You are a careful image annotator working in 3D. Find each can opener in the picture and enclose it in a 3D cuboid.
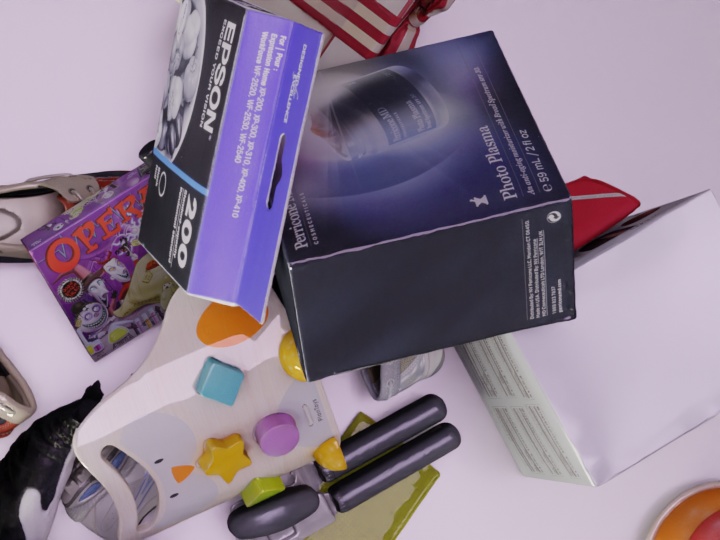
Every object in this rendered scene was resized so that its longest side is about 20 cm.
[{"bbox_3d":[-0.011,0.164,1.423,0.199,0.066,0.053,-29,101,-14],"label":"can opener"}]

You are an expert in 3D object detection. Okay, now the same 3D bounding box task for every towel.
[{"bbox_3d":[-0.026,0.217,1.452,0.086,0.018,0.201,38,81,-5],"label":"towel"}]

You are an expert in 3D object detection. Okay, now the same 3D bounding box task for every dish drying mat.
[{"bbox_3d":[0.119,-0.018,1.413,0.199,0.077,0.018,-29,125,-22],"label":"dish drying mat"}]

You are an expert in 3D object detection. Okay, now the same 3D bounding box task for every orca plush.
[{"bbox_3d":[-0.258,0.165,1.352,0.071,0.200,0.106,15,43,-30],"label":"orca plush"}]

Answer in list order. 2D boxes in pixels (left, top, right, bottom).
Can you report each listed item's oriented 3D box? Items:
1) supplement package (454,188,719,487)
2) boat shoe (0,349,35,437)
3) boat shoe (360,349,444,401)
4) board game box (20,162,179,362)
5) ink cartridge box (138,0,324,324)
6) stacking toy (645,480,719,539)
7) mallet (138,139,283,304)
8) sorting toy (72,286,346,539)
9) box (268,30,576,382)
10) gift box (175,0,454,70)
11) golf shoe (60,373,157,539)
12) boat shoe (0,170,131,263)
[{"bbox_3d":[0.195,0.054,1.406,0.190,0.200,0.148,-30,91,-10],"label":"supplement package"},{"bbox_3d":[-0.319,0.039,1.378,0.062,0.071,0.201,-29,95,30],"label":"boat shoe"},{"bbox_3d":[-0.001,0.001,1.433,0.065,0.074,0.203,-28,102,-35],"label":"boat shoe"},{"bbox_3d":[-0.149,-0.028,1.414,0.199,0.032,0.121,-33,123,-10],"label":"board game box"},{"bbox_3d":[-0.095,-0.086,1.257,0.043,0.200,0.200,7,102,-25],"label":"ink cartridge box"},{"bbox_3d":[0.310,0.240,1.410,0.145,0.200,0.147,1,86,-9],"label":"stacking toy"},{"bbox_3d":[-0.096,-0.031,1.405,0.066,0.041,0.201,-35,122,-7],"label":"mallet"},{"bbox_3d":[-0.116,0.121,1.344,0.179,0.107,0.201,-30,132,-13],"label":"sorting toy"},{"bbox_3d":[0.030,-0.049,1.288,0.197,0.124,0.201,-14,43,-5],"label":"box"},{"bbox_3d":[-0.009,-0.250,1.392,0.186,0.200,0.185,37,123,-2],"label":"gift box"},{"bbox_3d":[-0.147,0.126,1.424,0.200,0.078,0.097,-45,114,-7],"label":"golf shoe"},{"bbox_3d":[-0.236,-0.042,1.416,0.198,0.063,0.072,-5,85,-10],"label":"boat shoe"}]
